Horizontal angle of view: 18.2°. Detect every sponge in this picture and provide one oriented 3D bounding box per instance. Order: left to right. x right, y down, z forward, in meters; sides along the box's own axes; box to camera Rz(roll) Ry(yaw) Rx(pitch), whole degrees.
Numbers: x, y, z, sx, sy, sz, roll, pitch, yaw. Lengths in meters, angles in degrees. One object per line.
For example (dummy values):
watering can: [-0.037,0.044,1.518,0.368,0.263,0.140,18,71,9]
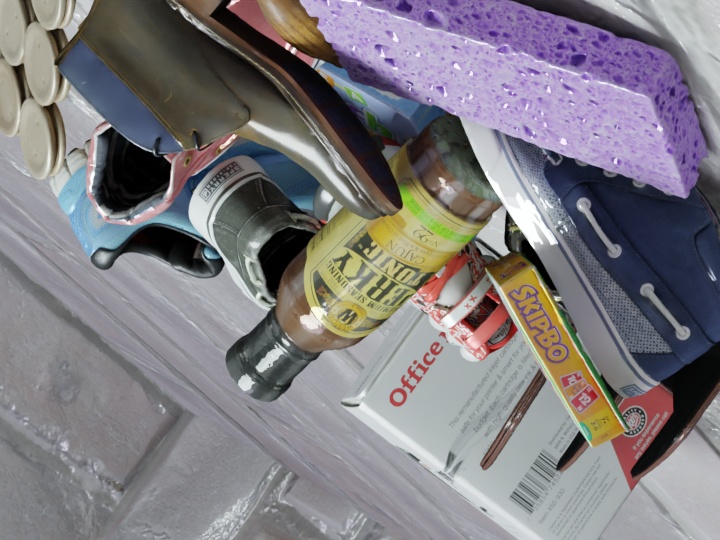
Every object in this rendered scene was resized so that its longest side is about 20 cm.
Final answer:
sponge: [0.069,-0.100,1.110,0.199,0.030,0.112,22,166,24]

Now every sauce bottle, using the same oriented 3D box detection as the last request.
sauce bottle: [0.000,0.000,1.254,0.065,0.200,0.065,31,-148,-22]

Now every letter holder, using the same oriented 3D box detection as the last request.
letter holder: [0.155,0.089,1.440,0.100,0.142,0.200,35,169,5]

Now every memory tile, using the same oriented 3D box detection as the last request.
memory tile: [-0.202,-0.170,1.344,0.153,0.017,0.201,48,139,45]

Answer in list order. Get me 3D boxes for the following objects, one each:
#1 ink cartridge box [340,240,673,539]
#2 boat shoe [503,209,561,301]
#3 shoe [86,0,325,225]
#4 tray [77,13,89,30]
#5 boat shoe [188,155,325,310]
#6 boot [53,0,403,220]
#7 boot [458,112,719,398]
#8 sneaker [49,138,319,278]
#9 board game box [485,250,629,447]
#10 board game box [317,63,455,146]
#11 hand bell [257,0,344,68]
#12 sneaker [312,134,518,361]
ink cartridge box: [0.108,0.096,1.612,0.200,0.147,0.083,38,171,-7]
boat shoe: [0.117,-0.016,1.319,0.072,0.061,0.201,36,170,-6]
shoe: [-0.084,-0.100,1.265,0.071,0.091,0.200,43,135,-3]
tray: [-0.106,-0.137,1.389,0.037,0.099,0.200,34,170,18]
boat shoe: [-0.042,-0.003,1.362,0.064,0.071,0.200,44,-179,24]
boot: [-0.071,-0.082,1.197,0.200,0.097,0.075,48,-167,4]
boot: [0.130,-0.040,1.184,0.201,0.090,0.073,60,-163,4]
sneaker: [-0.093,-0.033,1.410,0.078,0.199,0.090,-51,50,55]
board game box: [0.103,0.039,1.203,0.096,0.030,0.200,59,180,-2]
board game box: [-0.001,-0.099,1.398,0.151,0.037,0.200,31,168,22]
hand bell: [-0.061,-0.157,1.128,0.104,0.104,0.200,26,170,41]
sneaker: [0.045,-0.009,1.339,0.108,0.067,0.201,41,178,22]
